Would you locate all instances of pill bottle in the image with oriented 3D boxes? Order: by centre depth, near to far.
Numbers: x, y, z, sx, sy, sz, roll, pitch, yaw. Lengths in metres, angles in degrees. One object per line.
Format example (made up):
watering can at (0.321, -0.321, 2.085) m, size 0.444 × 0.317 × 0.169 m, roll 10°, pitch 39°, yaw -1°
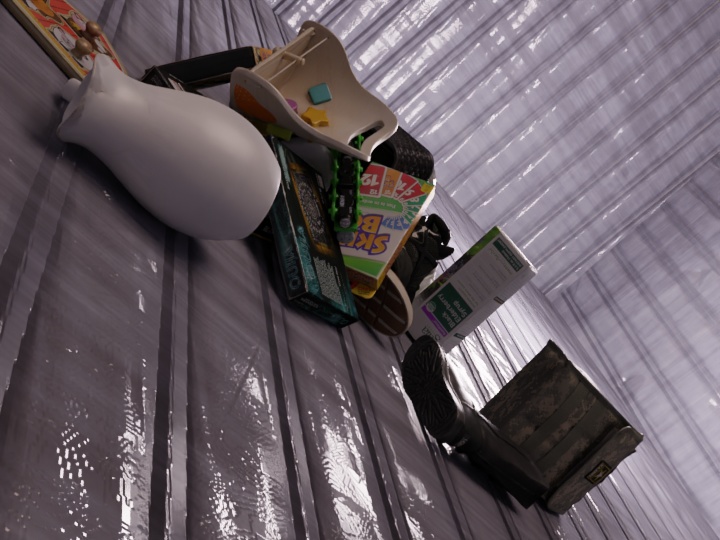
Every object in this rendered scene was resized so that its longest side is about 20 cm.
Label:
pill bottle at (-0.116, -0.178, 1.317) m, size 0.112 × 0.112 × 0.201 m, roll 37°, pitch 16°, yaw -42°

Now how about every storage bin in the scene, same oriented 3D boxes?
storage bin at (-0.006, -0.160, 1.397) m, size 0.093 × 0.136 × 0.200 m, roll 2°, pitch 35°, yaw -51°

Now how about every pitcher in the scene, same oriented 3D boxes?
pitcher at (-0.183, -0.117, 0.901) m, size 0.198 × 0.122 × 0.171 m, roll 30°, pitch 3°, yaw -26°

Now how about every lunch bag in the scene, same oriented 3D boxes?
lunch bag at (0.283, 0.231, 1.346) m, size 0.200 × 0.164 × 0.118 m, roll 44°, pitch 6°, yaw -17°

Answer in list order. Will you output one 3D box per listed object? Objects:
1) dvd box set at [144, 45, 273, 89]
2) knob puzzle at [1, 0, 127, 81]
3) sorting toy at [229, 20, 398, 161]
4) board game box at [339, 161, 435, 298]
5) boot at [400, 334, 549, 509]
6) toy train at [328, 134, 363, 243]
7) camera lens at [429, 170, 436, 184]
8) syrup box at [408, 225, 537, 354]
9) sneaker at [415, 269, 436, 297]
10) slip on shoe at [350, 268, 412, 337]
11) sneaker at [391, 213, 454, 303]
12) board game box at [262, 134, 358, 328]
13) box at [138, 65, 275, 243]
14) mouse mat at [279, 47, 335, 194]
dvd box set at (-0.186, -0.266, 1.281) m, size 0.200 × 0.144 × 0.030 m, roll -63°, pitch 141°, yaw -78°
knob puzzle at (-0.320, -0.274, 1.073) m, size 0.220 × 0.030 × 0.220 m, roll 46°, pitch 11°, yaw -12°
sorting toy at (-0.048, -0.200, 1.198) m, size 0.178 × 0.108 × 0.200 m, roll 29°, pitch 37°, yaw 8°
board game box at (0.014, -0.054, 1.227) m, size 0.094 × 0.201 × 0.030 m, roll 21°, pitch -36°, yaw 15°
boot at (0.143, 0.188, 1.204) m, size 0.199 × 0.065 × 0.166 m, roll 37°, pitch 24°, yaw -34°
toy train at (-0.018, -0.108, 1.216) m, size 0.202 × 0.041 × 0.057 m, roll -89°, pitch -178°, yaw -49°
camera lens at (0.027, -0.179, 1.737) m, size 0.200 × 0.160 × 0.160 m, roll 44°, pitch 12°, yaw -18°
syrup box at (0.156, 0.035, 1.417) m, size 0.079 × 0.200 × 0.081 m, roll 51°, pitch 8°, yaw 18°
sneaker at (0.094, 0.021, 1.501) m, size 0.071 × 0.093 × 0.199 m, roll 53°, pitch 13°, yaw 27°
slip on shoe at (0.000, 0.000, 1.268) m, size 0.200 × 0.076 × 0.060 m, roll 44°, pitch 25°, yaw 12°
sneaker at (0.075, -0.004, 1.330) m, size 0.076 × 0.113 × 0.201 m, roll 51°, pitch -20°, yaw 27°
board game box at (-0.063, -0.044, 1.117) m, size 0.135 × 0.028 × 0.203 m, roll 34°, pitch 38°, yaw -60°
box at (-0.166, -0.133, 1.140) m, size 0.201 × 0.049 × 0.159 m, roll 54°, pitch 15°, yaw 21°
mouse mat at (-0.085, -0.207, 1.379) m, size 0.007 × 0.163 × 0.200 m, roll -5°, pitch 34°, yaw -37°
